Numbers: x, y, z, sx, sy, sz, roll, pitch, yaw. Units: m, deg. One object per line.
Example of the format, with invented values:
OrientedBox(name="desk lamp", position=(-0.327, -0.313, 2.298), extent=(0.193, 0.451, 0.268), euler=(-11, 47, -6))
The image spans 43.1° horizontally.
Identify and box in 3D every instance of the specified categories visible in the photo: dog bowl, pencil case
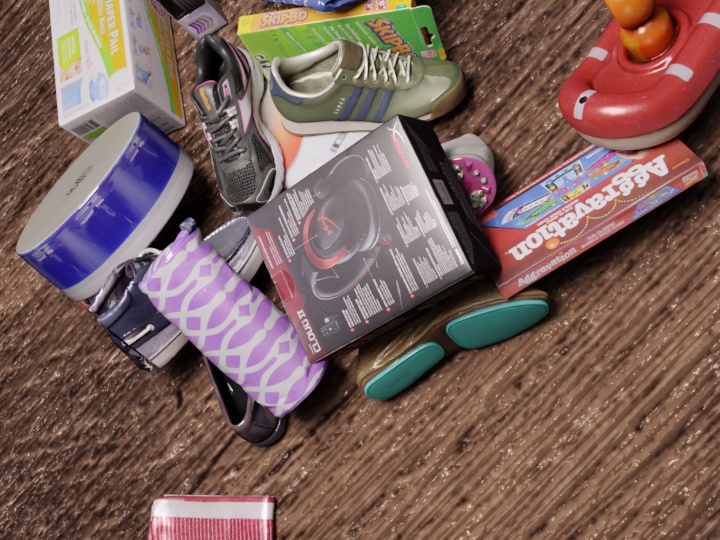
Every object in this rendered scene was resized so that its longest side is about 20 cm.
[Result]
OrientedBox(name="dog bowl", position=(-0.274, -0.071, 0.980), extent=(0.199, 0.079, 0.201), euler=(-36, 28, 23))
OrientedBox(name="pencil case", position=(-0.118, 0.047, 0.861), extent=(0.084, 0.086, 0.200), euler=(-39, 101, 21))

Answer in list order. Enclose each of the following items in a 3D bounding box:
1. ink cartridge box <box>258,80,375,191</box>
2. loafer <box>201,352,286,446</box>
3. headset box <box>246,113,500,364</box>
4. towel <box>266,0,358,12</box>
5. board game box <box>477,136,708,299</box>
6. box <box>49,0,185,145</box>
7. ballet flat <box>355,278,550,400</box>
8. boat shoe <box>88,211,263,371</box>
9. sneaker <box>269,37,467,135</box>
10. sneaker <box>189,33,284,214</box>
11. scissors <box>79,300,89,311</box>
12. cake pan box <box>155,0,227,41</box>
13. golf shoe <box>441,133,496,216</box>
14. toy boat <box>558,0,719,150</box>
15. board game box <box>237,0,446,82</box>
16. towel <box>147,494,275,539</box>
OrientedBox(name="ink cartridge box", position=(-0.039, -0.177, 0.974), extent=(0.161, 0.050, 0.202), euler=(26, 89, 29))
OrientedBox(name="loafer", position=(-0.129, 0.079, 0.928), extent=(0.071, 0.063, 0.202), euler=(-30, 64, 15))
OrientedBox(name="headset box", position=(0.001, -0.020, 0.810), extent=(0.199, 0.075, 0.150), euler=(-31, 78, 26))
OrientedBox(name="towel", position=(-0.031, -0.300, 0.945), extent=(0.144, 0.024, 0.199), euler=(-28, 30, -23))
OrientedBox(name="board game box", position=(0.193, -0.061, 0.809), extent=(0.198, 0.020, 0.103), euler=(-32, 37, 7))
OrientedBox(name="box", position=(-0.292, -0.257, 1.088), extent=(0.111, 0.101, 0.203), euler=(-21, 66, 18))
OrientedBox(name="ballet flat", position=(0.077, 0.047, 0.847), extent=(0.199, 0.068, 0.073), euler=(-31, 50, 19))
OrientedBox(name="boat shoe", position=(-0.179, 0.003, 0.910), extent=(0.201, 0.093, 0.074), euler=(-50, 43, -7))
OrientedBox(name="sneaker", position=(0.002, -0.189, 0.900), extent=(0.197, 0.090, 0.068), euler=(-7, 58, 13))
OrientedBox(name="sneaker", position=(-0.141, -0.154, 0.942), extent=(0.080, 0.086, 0.203), euler=(-24, 65, 18))
OrientedBox(name="scissors", position=(-0.238, 0.004, 1.034), extent=(0.197, 0.014, 0.074), euler=(-7, 69, 22))
OrientedBox(name="cake pan box", position=(-0.242, -0.387, 1.059), extent=(0.052, 0.184, 0.202), euler=(-29, 63, 14))
OrientedBox(name="golf shoe", position=(0.050, -0.067, 0.895), extent=(0.198, 0.076, 0.092), euler=(-24, 28, 30))
OrientedBox(name="toy boat", position=(0.244, -0.207, 0.786), extent=(0.201, 0.130, 0.130), euler=(-55, 37, -3))
OrientedBox(name="board game box", position=(-0.016, -0.235, 0.928), extent=(0.197, 0.096, 0.030), euler=(-1, 69, 16))
OrientedBox(name="towel", position=(-0.151, 0.322, 0.887), extent=(0.142, 0.023, 0.203), euler=(-5, 72, 23))
